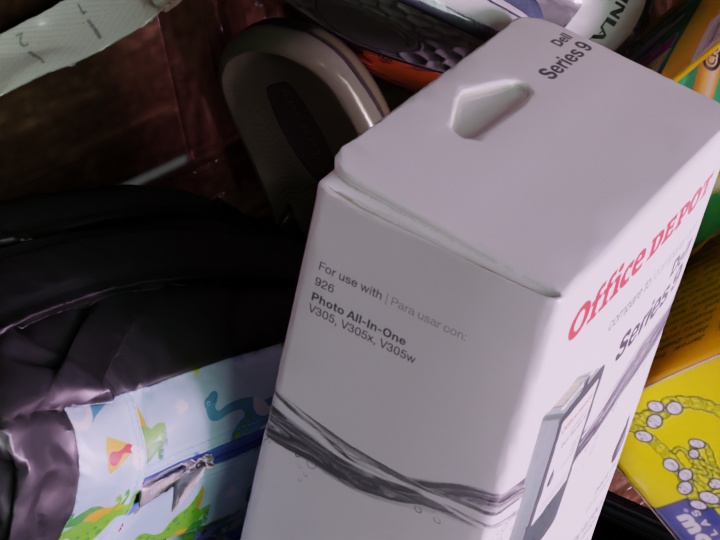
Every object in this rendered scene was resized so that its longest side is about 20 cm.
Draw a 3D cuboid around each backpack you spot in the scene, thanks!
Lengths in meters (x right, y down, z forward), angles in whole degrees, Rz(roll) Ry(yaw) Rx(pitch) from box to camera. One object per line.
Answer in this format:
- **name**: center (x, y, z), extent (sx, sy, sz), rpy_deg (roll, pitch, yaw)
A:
- **backpack**: center (-0.089, 0.037, 0.720), extent (0.200, 0.163, 0.154), rpy_deg (-30, 129, -40)

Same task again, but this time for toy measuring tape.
- **toy measuring tape**: center (-0.134, -0.071, 0.689), extent (0.200, 0.073, 0.074), rpy_deg (-31, 121, -29)

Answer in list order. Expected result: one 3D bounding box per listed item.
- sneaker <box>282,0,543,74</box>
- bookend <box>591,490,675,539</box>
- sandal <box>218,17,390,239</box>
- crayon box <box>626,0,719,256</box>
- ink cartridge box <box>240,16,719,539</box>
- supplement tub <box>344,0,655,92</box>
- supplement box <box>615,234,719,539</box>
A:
- **sneaker**: center (-0.004, -0.165, 0.729), extent (0.202, 0.077, 0.147), rpy_deg (28, 77, -5)
- **bookend**: center (0.069, 0.137, 0.847), extent (0.200, 0.198, 0.092), rpy_deg (16, 93, -42)
- **sandal**: center (-0.001, 0.000, 0.813), extent (0.201, 0.080, 0.057), rpy_deg (57, 40, -18)
- **crayon box**: center (0.125, -0.057, 0.826), extent (0.058, 0.200, 0.119), rpy_deg (43, 41, -7)
- **ink cartridge box**: center (0.036, 0.039, 0.687), extent (0.146, 0.084, 0.201), rpy_deg (-42, 152, -49)
- **supplement tub**: center (0.069, -0.162, 0.814), extent (0.122, 0.122, 0.201), rpy_deg (19, 89, -43)
- **supplement box**: center (0.182, 0.017, 0.815), extent (0.109, 0.109, 0.200), rpy_deg (48, 43, -13)
